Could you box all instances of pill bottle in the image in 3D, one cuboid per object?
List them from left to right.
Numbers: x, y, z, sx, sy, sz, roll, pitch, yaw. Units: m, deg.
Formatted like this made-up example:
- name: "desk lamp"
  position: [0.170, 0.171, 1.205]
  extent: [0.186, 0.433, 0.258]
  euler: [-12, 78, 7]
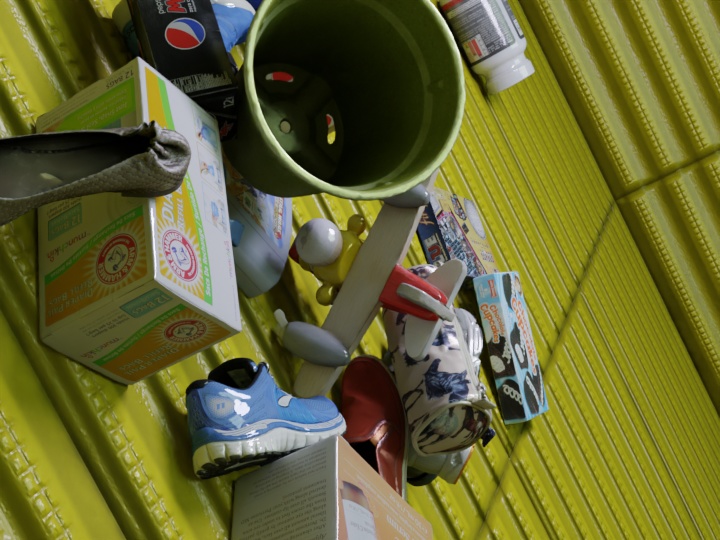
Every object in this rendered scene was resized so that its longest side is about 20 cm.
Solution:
- name: "pill bottle"
  position: [0.237, -0.435, 2.308]
  extent: [0.202, 0.115, 0.116]
  euler: [63, 22, -7]

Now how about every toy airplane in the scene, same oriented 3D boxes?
- name: "toy airplane"
  position: [0.000, 0.000, 1.176]
  extent: [0.140, 0.198, 0.202]
  euler: [31, 41, -37]

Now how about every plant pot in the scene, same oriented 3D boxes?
- name: "plant pot"
  position: [-0.037, -0.144, 1.098]
  extent: [0.197, 0.184, 0.204]
  euler: [4, 80, -24]

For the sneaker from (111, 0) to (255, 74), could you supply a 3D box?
- name: "sneaker"
  position: [-0.148, -0.207, 1.208]
  extent: [0.112, 0.076, 0.199]
  euler: [62, 25, 8]

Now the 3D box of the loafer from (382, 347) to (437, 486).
- name: "loafer"
  position: [0.052, 0.129, 1.337]
  extent: [0.063, 0.071, 0.202]
  euler: [37, 36, -38]

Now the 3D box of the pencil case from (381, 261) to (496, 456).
- name: "pencil case"
  position: [0.074, 0.082, 1.216]
  extent: [0.078, 0.089, 0.202]
  euler: [47, 22, -42]

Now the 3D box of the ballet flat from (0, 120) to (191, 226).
- name: "ballet flat"
  position: [-0.206, -0.069, 0.824]
  extent: [0.197, 0.047, 0.068]
  euler: [-8, 61, -23]

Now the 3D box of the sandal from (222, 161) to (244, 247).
- name: "sandal"
  position: [-0.148, -0.073, 1.060]
  extent: [0.079, 0.086, 0.203]
  euler: [23, 45, -56]

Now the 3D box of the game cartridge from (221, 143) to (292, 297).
- name: "game cartridge"
  position: [-0.116, -0.076, 1.208]
  extent: [0.133, 0.041, 0.202]
  euler: [45, 29, -34]

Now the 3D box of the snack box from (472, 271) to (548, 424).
- name: "snack box"
  position: [0.209, 0.104, 1.724]
  extent: [0.116, 0.037, 0.203]
  euler: [-3, 80, -67]

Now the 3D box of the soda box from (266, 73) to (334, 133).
- name: "soda box"
  position: [-0.068, -0.239, 1.447]
  extent: [0.064, 0.067, 0.202]
  euler: [43, 30, -42]

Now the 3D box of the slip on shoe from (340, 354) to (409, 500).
- name: "slip on shoe"
  position: [0.005, 0.164, 1.188]
  extent: [0.061, 0.073, 0.202]
  euler: [39, 38, -42]

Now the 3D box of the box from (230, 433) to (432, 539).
- name: "box"
  position: [-0.019, 0.262, 0.971]
  extent: [0.152, 0.105, 0.202]
  euler: [48, 27, -37]

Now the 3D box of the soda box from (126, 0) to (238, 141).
- name: "soda box"
  position: [-0.157, -0.203, 1.061]
  extent: [0.071, 0.062, 0.202]
  euler: [101, -25, -57]

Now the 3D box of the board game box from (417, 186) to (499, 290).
- name: "board game box"
  position: [0.133, -0.043, 1.752]
  extent: [0.199, 0.034, 0.137]
  euler: [12, 56, -64]

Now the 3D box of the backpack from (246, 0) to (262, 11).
- name: "backpack"
  position: [-0.108, -0.344, 1.356]
  extent: [0.200, 0.160, 0.170]
  euler: [50, 32, -63]

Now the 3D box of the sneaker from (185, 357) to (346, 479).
- name: "sneaker"
  position: [-0.077, 0.113, 1.035]
  extent: [0.199, 0.078, 0.090]
  euler: [8, 62, -65]

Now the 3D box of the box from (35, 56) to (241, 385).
- name: "box"
  position: [-0.168, -0.035, 0.934]
  extent: [0.101, 0.111, 0.203]
  euler: [36, 36, -50]

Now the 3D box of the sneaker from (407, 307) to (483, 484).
- name: "sneaker"
  position: [0.071, 0.115, 1.278]
  extent: [0.091, 0.076, 0.202]
  euler: [15, 49, -10]
